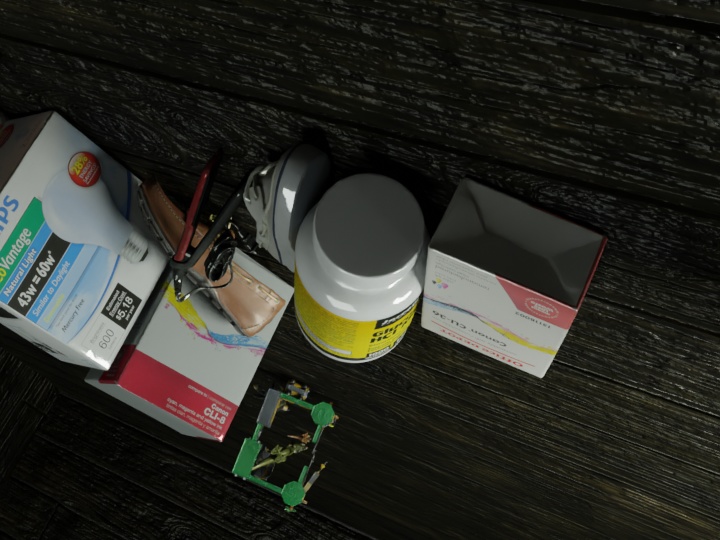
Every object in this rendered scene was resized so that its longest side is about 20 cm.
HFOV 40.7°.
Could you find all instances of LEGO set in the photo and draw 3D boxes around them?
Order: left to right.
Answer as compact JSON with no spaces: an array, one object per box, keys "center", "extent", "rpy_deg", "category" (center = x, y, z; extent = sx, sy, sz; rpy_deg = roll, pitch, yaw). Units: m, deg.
[{"center":[-0.123,0.284,1.585],"extent":[0.152,0.202,0.116],"rpy_deg":[13,168,2],"category":"LEGO set"}]

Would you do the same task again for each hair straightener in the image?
[{"center":[-0.139,-0.026,0.939],"extent":[0.076,0.041,0.201],"rpy_deg":[28,133,-5],"category":"hair straightener"}]

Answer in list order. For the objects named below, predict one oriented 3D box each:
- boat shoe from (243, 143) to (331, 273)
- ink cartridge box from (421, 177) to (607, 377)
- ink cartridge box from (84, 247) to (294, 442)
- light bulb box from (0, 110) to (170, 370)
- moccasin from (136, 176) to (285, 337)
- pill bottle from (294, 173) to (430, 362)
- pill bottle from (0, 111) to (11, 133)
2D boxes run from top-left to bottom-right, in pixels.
[{"center":[-0.070,-0.059,0.833],"extent":[0.069,0.071,0.200],"rpy_deg":[29,165,6],"category":"boat shoe"},{"center":[0.113,0.019,0.773],"extent":[0.115,0.068,0.200],"rpy_deg":[23,160,12],"category":"ink cartridge box"},{"center":[-0.198,0.074,1.134],"extent":[0.144,0.202,0.145],"rpy_deg":[33,161,-22],"category":"ink cartridge box"},{"center":[-0.327,-0.030,1.047],"extent":[0.124,0.200,0.200],"rpy_deg":[1,149,48],"category":"light bulb box"},{"center":[-0.158,-0.022,1.033],"extent":[0.202,0.078,0.074],"rpy_deg":[48,173,-10],"category":"moccasin"},{"center":[0.000,0.000,0.811],"extent":[0.111,0.113,0.200],"rpy_deg":[26,161,5],"category":"pill bottle"},{"center":[-0.468,-0.091,1.078],"extent":[0.111,0.201,0.112],"rpy_deg":[24,160,9],"category":"pill bottle"}]
